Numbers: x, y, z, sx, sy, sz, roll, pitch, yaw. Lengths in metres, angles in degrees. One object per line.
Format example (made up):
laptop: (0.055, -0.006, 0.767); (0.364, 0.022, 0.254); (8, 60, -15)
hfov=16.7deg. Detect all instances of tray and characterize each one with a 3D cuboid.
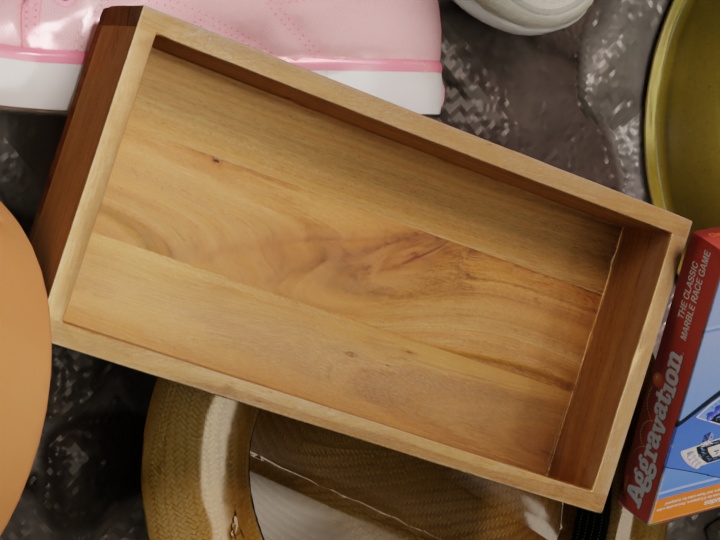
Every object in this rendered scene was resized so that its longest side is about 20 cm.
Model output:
tray: (0.000, 0.000, 0.748); (0.200, 0.037, 0.099); (19, 86, -28)

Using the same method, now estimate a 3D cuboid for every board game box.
board game box: (0.177, 0.023, 0.846); (0.200, 0.019, 0.103); (-9, 122, -37)

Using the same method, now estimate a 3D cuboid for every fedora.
fedora: (0.009, 0.065, 0.826); (0.200, 0.082, 0.201); (-3, 97, -26)

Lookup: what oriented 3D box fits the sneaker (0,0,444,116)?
sneaker: (-0.062, -0.099, 0.772); (0.200, 0.075, 0.105); (-2, 96, -31)

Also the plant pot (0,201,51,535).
plant pot: (-0.179, 0.024, 0.667); (0.140, 0.200, 0.200); (20, 87, -45)

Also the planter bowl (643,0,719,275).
planter bowl: (0.212, -0.054, 0.920); (0.200, 0.083, 0.201); (-4, 99, -29)

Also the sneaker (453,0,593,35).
sneaker: (0.040, -0.170, 0.814); (0.075, 0.081, 0.200); (-30, 111, -24)

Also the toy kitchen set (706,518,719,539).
toy kitchen set: (0.272, 0.159, 0.934); (0.180, 0.163, 0.200); (-29, 110, -22)
